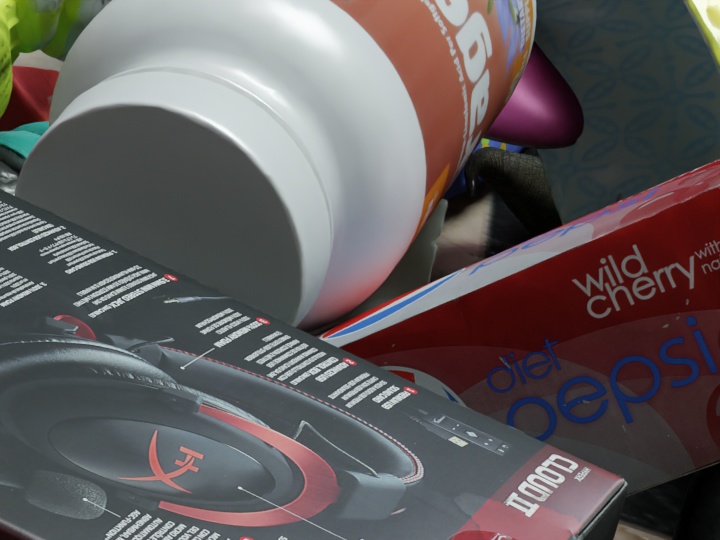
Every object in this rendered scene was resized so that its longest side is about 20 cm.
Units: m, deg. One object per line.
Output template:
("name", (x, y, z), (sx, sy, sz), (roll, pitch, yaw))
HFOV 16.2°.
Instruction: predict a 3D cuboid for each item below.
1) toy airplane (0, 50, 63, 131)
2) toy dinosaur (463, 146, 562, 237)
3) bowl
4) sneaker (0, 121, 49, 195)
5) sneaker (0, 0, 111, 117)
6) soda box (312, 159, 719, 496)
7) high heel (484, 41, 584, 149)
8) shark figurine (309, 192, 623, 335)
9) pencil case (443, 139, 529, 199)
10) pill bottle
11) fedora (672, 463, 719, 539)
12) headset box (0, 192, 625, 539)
("toy airplane", (-0.138, -0.095, 0.906), (0.198, 0.142, 0.200), (22, 13, -15))
("toy dinosaur", (0.107, -0.049, 1.090), (0.077, 0.103, 0.200), (12, 28, 19))
("bowl", (0.149, -0.056, 0.942), (0.107, 0.201, 0.200), (-19, 33, -16))
("sneaker", (-0.107, 0.012, 0.758), (0.120, 0.084, 0.200), (-5, 28, -30))
("sneaker", (-0.132, -0.105, 0.791), (0.105, 0.076, 0.200), (25, 29, 6))
("soda box", (0.049, 0.029, 0.687), (0.070, 0.199, 0.063), (65, 25, -3))
("high heel", (0.022, -0.127, 0.976), (0.067, 0.096, 0.200), (-15, 43, -44))
("shark figurine", (0.020, 0.009, 0.855), (0.214, 0.090, 0.128), (7, 31, -33))
("pencil case", (0.034, -0.079, 1.105), (0.078, 0.087, 0.200), (2, 13, 21))
("pill bottle", (-0.023, -0.049, 0.748), (0.112, 0.113, 0.200), (22, 32, 8))
("fedora", (0.185, 0.088, 0.668), (0.200, 0.092, 0.201), (3, 63, -5))
("headset box", (-0.043, 0.066, 0.547), (0.199, 0.075, 0.149), (24, 21, 14))
